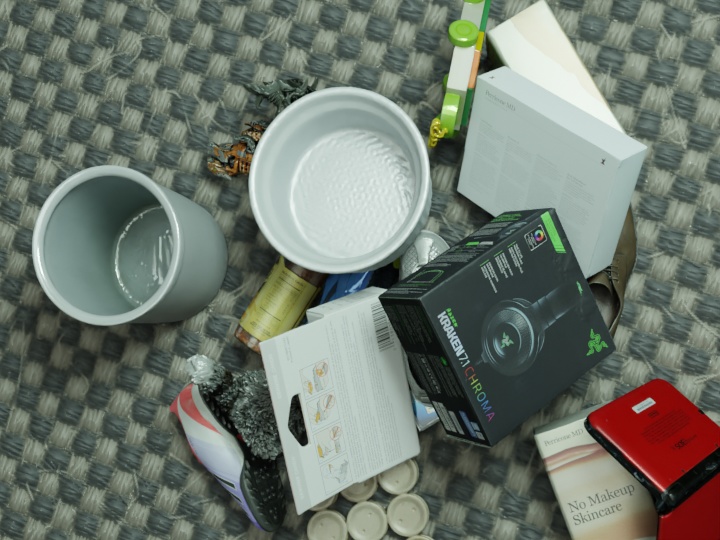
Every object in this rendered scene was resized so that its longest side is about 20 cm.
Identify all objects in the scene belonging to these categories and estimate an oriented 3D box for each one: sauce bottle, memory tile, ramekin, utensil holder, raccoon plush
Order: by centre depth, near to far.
[{"bbox_3d":[-0.014,-0.091,1.099,0.199,0.098,0.202,-2,83,13],"label":"ramekin"},{"bbox_3d":[-0.088,0.135,1.129,0.133,0.200,0.097,-33,55,6],"label":"raccoon plush"},{"bbox_3d":[-0.254,-0.021,1.149,0.168,0.200,0.172,-1,86,10],"label":"utensil holder"},{"bbox_3d":[0.015,0.322,1.176,0.152,0.017,0.202,-14,84,8],"label":"memory tile"},{"bbox_3d":[-0.075,0.009,1.188,0.066,0.066,0.201,33,89,10],"label":"sauce bottle"}]

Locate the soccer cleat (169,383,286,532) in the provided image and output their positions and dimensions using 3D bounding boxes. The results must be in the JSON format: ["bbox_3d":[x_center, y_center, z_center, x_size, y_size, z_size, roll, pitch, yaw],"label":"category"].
[{"bbox_3d":[-0.158,0.226,1.194,0.073,0.068,0.201,-32,85,30],"label":"soccer cleat"}]

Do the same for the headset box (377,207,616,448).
[{"bbox_3d":[0.149,0.052,1.033,0.199,0.093,0.175,-32,104,-23],"label":"headset box"}]

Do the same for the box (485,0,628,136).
[{"bbox_3d":[0.225,-0.195,1.137,0.077,0.095,0.201,-30,84,5],"label":"box"}]

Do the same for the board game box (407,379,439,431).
[{"bbox_3d":[0.124,0.083,1.164,0.199,0.035,0.127,-31,81,6],"label":"board game box"}]

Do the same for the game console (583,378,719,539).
[{"bbox_3d":[0.315,0.227,1.056,0.172,0.199,0.119,44,121,25],"label":"game console"}]

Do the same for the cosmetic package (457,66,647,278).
[{"bbox_3d":[0.200,-0.109,1.078,0.051,0.152,0.200,-26,50,-32],"label":"cosmetic package"}]

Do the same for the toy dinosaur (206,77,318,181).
[{"bbox_3d":[-0.088,-0.162,1.202,0.198,0.102,0.137,-8,100,-9],"label":"toy dinosaur"}]

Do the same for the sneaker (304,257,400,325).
[{"bbox_3d":[0.000,0.000,1.176,0.078,0.066,0.201,27,83,33],"label":"sneaker"}]

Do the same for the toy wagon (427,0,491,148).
[{"bbox_3d":[0.109,-0.215,1.100,0.039,0.156,0.201,11,57,4],"label":"toy wagon"}]

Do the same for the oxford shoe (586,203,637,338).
[{"bbox_3d":[0.276,-0.003,1.121,0.072,0.084,0.202,5,86,11],"label":"oxford shoe"}]

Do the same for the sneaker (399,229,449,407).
[{"bbox_3d":[0.081,0.052,1.114,0.074,0.082,0.202,-7,84,9],"label":"sneaker"}]

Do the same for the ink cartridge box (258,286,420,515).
[{"bbox_3d":[-0.027,0.139,1.096,0.175,0.045,0.202,-20,106,-32],"label":"ink cartridge box"}]

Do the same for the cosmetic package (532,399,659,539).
[{"bbox_3d":[0.272,0.257,1.102,0.103,0.087,0.201,-22,83,8],"label":"cosmetic package"}]
